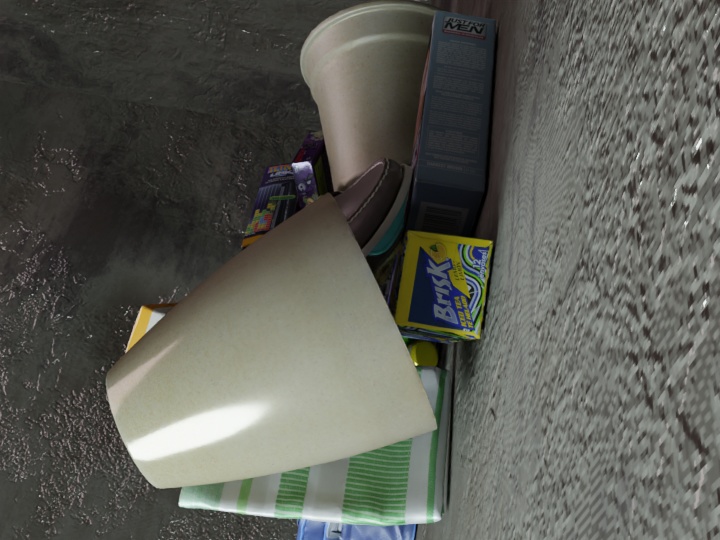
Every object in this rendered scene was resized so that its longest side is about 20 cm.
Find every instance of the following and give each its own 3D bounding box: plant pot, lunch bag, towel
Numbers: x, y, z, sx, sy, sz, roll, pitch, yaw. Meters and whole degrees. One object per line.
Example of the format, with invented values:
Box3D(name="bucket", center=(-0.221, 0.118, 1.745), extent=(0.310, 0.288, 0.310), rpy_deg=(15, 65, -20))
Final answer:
Box3D(name="plant pot", center=(-0.073, 0.070, 0.653), extent=(0.187, 0.198, 0.189), rpy_deg=(156, 90, -87))
Box3D(name="plant pot", center=(0.035, -0.158, 0.996), extent=(0.201, 0.198, 0.185), rpy_deg=(98, 169, -65))
Box3D(name="lunch bag", center=(-0.012, 0.243, 0.948), extent=(0.201, 0.131, 0.137), rpy_deg=(98, -179, -52))
Box3D(name="towel", center=(-0.029, 0.128, 0.716), extent=(0.024, 0.198, 0.153), rpy_deg=(91, -174, -45))

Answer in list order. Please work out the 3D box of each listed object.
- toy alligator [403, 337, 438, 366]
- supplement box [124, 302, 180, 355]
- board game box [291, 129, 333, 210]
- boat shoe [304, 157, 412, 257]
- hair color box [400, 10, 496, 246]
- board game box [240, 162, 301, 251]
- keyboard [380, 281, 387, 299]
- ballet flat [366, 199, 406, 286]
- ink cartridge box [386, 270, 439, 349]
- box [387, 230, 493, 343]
Box3D(name="toy alligator", center=(0.041, 0.131, 0.828), extent=(0.059, 0.054, 0.202), rpy_deg=(-20, 50, 49))
Box3D(name="supplement box", center=(-0.107, 0.097, 0.843), extent=(0.126, 0.198, 0.074), rpy_deg=(15, -86, -84))
Box3D(name="board game box", center=(-0.040, -0.051, 1.058), extent=(0.120, 0.032, 0.202), rpy_deg=(-65, -32, -63))
Box3D(name="boat shoe", center=(-0.033, -0.027, 0.788), extent=(0.200, 0.059, 0.072), rpy_deg=(-47, 21, 30))
Box3D(name="hair color box", center=(0.080, -0.124, 0.809), extent=(0.099, 0.060, 0.202), rpy_deg=(99, 180, -57))
Box3D(name="board game box", center=(-0.075, 0.001, 1.059), extent=(0.166, 0.056, 0.202), rpy_deg=(-84, -17, -54))
Box3D(name="keyboard", center=(-0.005, 0.110, 0.824), extent=(0.056, 0.011, 0.202), rpy_deg=(-84, 9, -84))
Box3D(name="ballet flat", center=(0.000, 0.000, 0.871), extent=(0.071, 0.070, 0.201), rpy_deg=(98, -165, -60))
Box3D(name="ink cartridge box", center=(0.046, 0.057, 0.974), extent=(0.165, 0.074, 0.202), rpy_deg=(92, -172, -76))
Box3D(name="box", center=(0.056, 0.018, 0.717), extent=(0.200, 0.064, 0.071), rpy_deg=(90, -171, -84))
